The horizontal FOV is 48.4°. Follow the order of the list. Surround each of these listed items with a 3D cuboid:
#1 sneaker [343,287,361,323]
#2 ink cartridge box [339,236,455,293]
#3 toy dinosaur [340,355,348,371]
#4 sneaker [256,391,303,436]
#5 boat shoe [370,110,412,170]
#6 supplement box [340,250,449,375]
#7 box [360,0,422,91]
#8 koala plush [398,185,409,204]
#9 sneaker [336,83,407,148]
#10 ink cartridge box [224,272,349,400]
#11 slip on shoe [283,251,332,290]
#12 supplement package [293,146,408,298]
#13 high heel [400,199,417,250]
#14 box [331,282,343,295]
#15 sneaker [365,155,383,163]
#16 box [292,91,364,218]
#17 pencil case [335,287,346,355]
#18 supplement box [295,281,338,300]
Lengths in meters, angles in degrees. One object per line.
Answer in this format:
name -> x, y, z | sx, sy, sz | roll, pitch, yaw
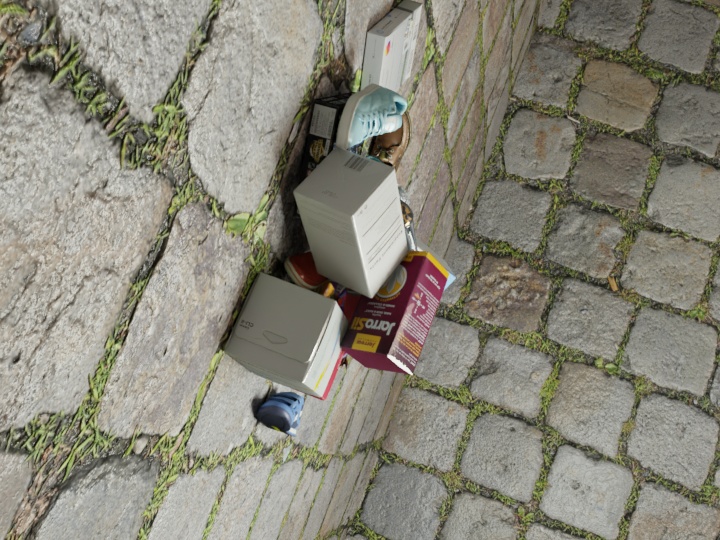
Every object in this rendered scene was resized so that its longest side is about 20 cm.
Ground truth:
sneaker -> 0.000, 0.000, 1.453 | 0.087, 0.073, 0.201 | 34, 68, -49
ink cartridge box -> 0.077, 0.031, 1.694 | 0.200, 0.145, 0.084 | -47, -152, 13
toy dinosaur -> -0.081, 0.131, 1.575 | 0.200, 0.105, 0.182 | -54, 152, -24
sneaker -> -0.154, 0.273, 1.581 | 0.200, 0.073, 0.083 | 92, 19, -73
boat shoe -> 0.059, -0.249, 1.694 | 0.068, 0.071, 0.201 | -55, 160, -52
supplement box -> 0.061, 0.069, 1.393 | 0.086, 0.110, 0.201 | 41, 63, -43
box -> 0.057, -0.408, 1.528 | 0.200, 0.041, 0.157 | -57, 161, -48
koala plush -> 0.063, -0.078, 1.775 | 0.177, 0.182, 0.201 | -52, 148, -55
sneaker -> 0.025, -0.254, 1.320 | 0.200, 0.081, 0.074 | -57, 159, -48
ink cartridge box -> -0.114, 0.115, 1.344 | 0.200, 0.144, 0.145 | 67, 44, -72
slip on shoe -> -0.070, -0.012, 1.439 | 0.061, 0.074, 0.200 | -43, 163, 25
supplement package -> -0.010, -0.077, 1.312 | 0.120, 0.121, 0.201 | -50, 148, -28
high heel -> 0.010, -0.076, 1.570 | 0.072, 0.198, 0.143 | -82, 162, -52
box -> -0.069, 0.127, 1.782 | 0.137, 0.039, 0.201 | 65, 46, -71
sneaker -> 0.029, -0.172, 1.473 | 0.200, 0.077, 0.087 | -64, 166, -63
box -> -0.045, -0.201, 1.389 | 0.200, 0.049, 0.200 | -42, 149, -65
pencil case -> -0.020, 0.083, 1.540 | 0.200, 0.088, 0.089 | -55, 160, -53
supplement box -> -0.084, 0.066, 1.575 | 0.200, 0.068, 0.067 | 60, 49, -71
